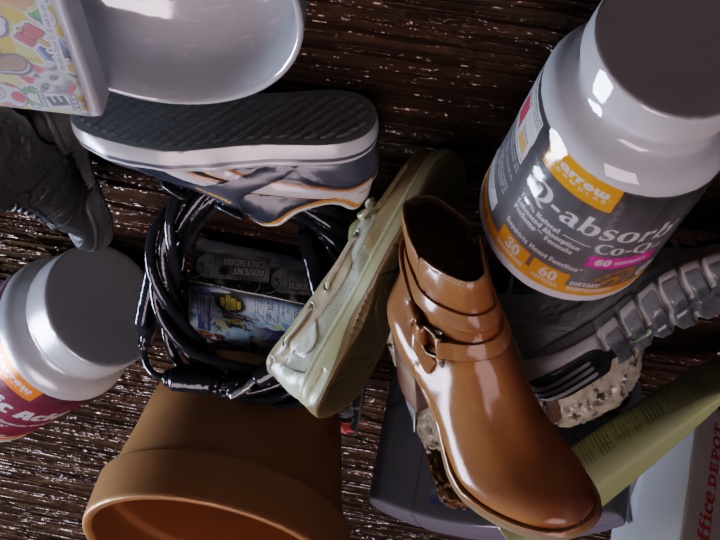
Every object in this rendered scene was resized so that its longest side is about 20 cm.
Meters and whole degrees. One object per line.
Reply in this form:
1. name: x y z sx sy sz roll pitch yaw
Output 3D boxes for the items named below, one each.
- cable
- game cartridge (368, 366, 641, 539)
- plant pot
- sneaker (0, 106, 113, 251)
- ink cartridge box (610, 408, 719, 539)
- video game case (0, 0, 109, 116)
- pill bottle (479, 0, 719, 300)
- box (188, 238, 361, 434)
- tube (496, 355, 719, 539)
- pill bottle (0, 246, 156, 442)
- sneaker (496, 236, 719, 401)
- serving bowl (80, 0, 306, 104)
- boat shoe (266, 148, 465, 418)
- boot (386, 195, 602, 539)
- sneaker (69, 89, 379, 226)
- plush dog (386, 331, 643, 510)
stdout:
1. cable: -0.071 0.013 1.342 0.163 0.051 0.201 18 120 2
2. game cartridge: 0.108 0.138 1.475 0.199 0.134 0.042 1 149 21
3. plant pot: -0.096 0.152 1.464 0.199 0.141 0.200 10 151 5
4. sneaker: -0.232 -0.066 1.296 0.104 0.060 0.200 -27 147 -16
5. ink cartridge box: 0.298 0.210 1.505 0.200 0.146 0.084 28 147 -25
6. video game case: -0.247 -0.160 1.089 0.181 0.023 0.200 7 150 10
7. pill bottle: 0.147 -0.074 1.114 0.116 0.117 0.200 16 151 -5
8. box: -0.060 0.054 1.480 0.136 0.040 0.200 11 150 3
9. tube: 0.184 0.132 1.388 0.200 0.058 0.052 -39 143 5
10. pill bottle: -0.245 0.056 1.499 0.114 0.115 0.200 29 147 -25
11. sneaker: 0.172 -0.011 1.258 0.199 0.116 0.075 -29 155 1
12. serving bowl: -0.122 -0.178 1.098 0.199 0.066 0.200 10 149 6
13. boat shoe: 0.001 0.001 1.283 0.063 0.201 0.073 37 -156 26
14. boot: 0.077 0.060 1.189 0.200 0.074 0.155 44 150 36
15. sneaker: -0.086 -0.073 1.245 0.199 0.079 0.080 6 138 10
16. plush dog: 0.117 0.072 1.373 0.171 0.161 0.200 -19 147 2
